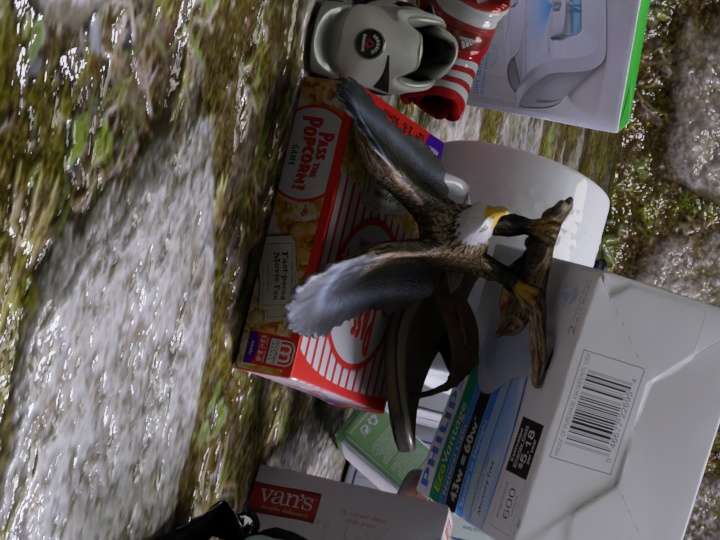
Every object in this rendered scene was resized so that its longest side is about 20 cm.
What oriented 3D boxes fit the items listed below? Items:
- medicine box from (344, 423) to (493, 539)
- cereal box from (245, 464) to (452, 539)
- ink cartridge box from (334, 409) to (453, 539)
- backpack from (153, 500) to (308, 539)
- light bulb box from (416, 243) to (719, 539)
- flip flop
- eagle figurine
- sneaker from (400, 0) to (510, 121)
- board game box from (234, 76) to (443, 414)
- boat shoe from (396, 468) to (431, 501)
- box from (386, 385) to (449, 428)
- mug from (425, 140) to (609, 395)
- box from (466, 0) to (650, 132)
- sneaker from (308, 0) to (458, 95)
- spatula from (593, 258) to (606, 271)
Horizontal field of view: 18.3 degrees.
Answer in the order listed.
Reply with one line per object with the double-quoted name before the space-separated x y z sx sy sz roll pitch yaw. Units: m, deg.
"medicine box" 0.081 0.201 1.928 0.103 0.181 0.201 72 32 -67
"cereal box" -0.029 0.243 1.542 0.040 0.143 0.201 75 29 -63
"ink cartridge box" 0.065 0.189 1.778 0.048 0.200 0.146 -48 173 -7
"backpack" -0.078 0.233 1.337 0.200 0.126 0.168 15 90 -75
"light bulb box" 0.151 0.098 1.564 0.200 0.124 0.199 -163 -89 -72
"flip flop" 0.062 0.041 1.577 0.081 0.057 0.200 81 27 -44
"eagle figurine" 0.042 -0.028 1.460 0.152 0.199 0.151 -100 -148 -44
"sneaker" 0.055 -0.185 1.696 0.200 0.078 0.116 -89 -160 -68
"board game box" -0.011 -0.014 1.526 0.151 0.046 0.201 26 76 -62
"boat shoe" 0.048 0.244 1.692 0.076 0.071 0.201 -59 156 -65
"box" 0.076 0.030 1.886 0.060 0.116 0.201 93 11 -76
"mug" 0.086 -0.001 1.721 0.200 0.147 0.176 31 71 -46
"box" 0.150 -0.230 1.846 0.097 0.176 0.201 -34 135 -75
"sneaker" 0.027 -0.152 1.561 0.200 0.088 0.075 -38 137 -76
"spatula" 0.160 0.017 1.844 0.200 0.020 0.057 151 -43 -67
